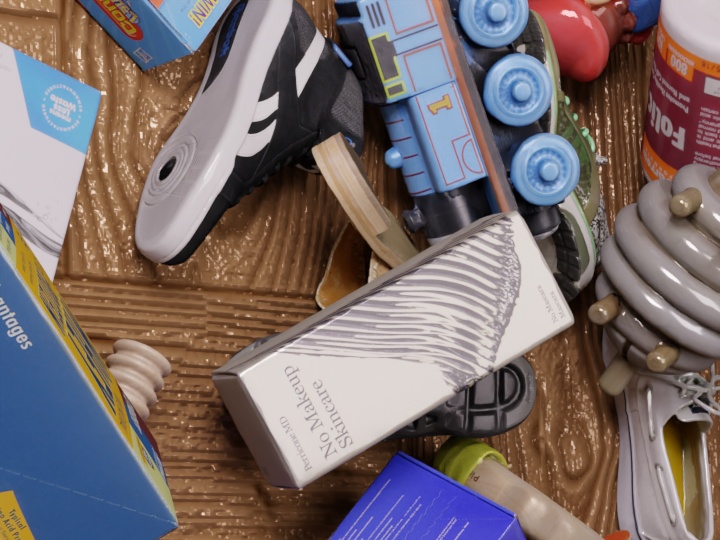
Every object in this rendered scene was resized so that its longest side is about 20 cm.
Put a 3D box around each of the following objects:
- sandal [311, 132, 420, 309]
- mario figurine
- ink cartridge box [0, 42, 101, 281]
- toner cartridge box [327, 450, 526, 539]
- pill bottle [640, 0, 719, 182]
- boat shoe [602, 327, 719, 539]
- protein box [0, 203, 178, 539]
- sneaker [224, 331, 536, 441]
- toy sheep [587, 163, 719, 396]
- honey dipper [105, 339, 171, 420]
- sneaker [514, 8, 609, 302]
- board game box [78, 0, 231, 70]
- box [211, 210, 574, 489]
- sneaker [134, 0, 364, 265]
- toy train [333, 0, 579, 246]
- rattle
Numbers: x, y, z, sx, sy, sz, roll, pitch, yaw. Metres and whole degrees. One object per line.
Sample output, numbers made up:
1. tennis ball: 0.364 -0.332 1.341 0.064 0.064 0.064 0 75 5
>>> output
1. sandal: -0.002 -0.004 1.397 0.212 0.069 0.078 56 7 -51
2. mario figurine: 0.184 -0.210 1.565 0.199 0.106 0.124 -22 116 -19
3. ink cartridge box: -0.224 -0.023 1.211 0.116 0.067 0.201 25 67 -34
4. toner cartridge box: 0.003 0.209 1.311 0.200 0.095 0.043 -50 144 -20
5. pill bottle: 0.253 -0.107 1.543 0.114 0.114 0.200 -44 149 -36
6. boat shoe: 0.220 0.095 1.550 0.074 0.086 0.203 9 77 -39
7. protein box: -0.226 0.079 1.088 0.200 0.135 0.199 -32 105 -3
8. sneaker: 0.006 0.077 1.388 0.199 0.079 0.076 5 86 -19
9. toy sheep: 0.216 0.004 1.479 0.138 0.200 0.138 32 24 -16
10. honey dipper: -0.162 0.132 1.255 0.038 0.038 0.201 38 61 -29
11. sneaker: 0.129 -0.081 1.527 0.088 0.077 0.201 -19 101 -50
12. board game box: -0.131 -0.260 1.341 0.196 0.056 0.200 47 56 -24
13. box: 0.020 0.046 1.318 0.200 0.068 0.082 -31 96 -17
14. sneaker: -0.054 -0.068 1.359 0.112 0.073 0.201 38 59 -29
15. toy train: 0.062 -0.105 1.426 0.114 0.087 0.201 -21 101 -9
16. rattle: 0.100 0.200 1.443 0.200 0.130 0.143 44 64 -56
